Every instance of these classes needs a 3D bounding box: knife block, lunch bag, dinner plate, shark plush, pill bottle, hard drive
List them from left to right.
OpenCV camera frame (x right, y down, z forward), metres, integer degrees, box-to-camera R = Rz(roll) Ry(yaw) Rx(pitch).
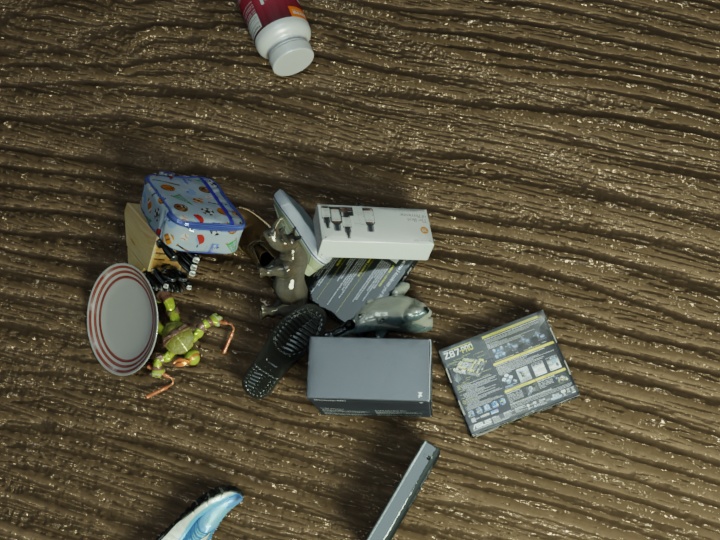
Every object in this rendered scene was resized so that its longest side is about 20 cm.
[{"bbox_3d":[-0.421,0.087,1.620,0.200,0.024,0.201,0,90,36],"label":"dinner plate"},{"bbox_3d":[-0.351,-0.051,1.622,0.064,0.175,0.201,6,68,-39],"label":"knife block"},{"bbox_3d":[-0.298,-0.107,1.622,0.160,0.076,0.200,1,33,-33],"label":"lunch bag"},{"bbox_3d":[-0.164,-0.485,1.758,0.113,0.113,0.200,-23,74,-2],"label":"pill bottle"},{"bbox_3d":[0.038,0.097,1.562,0.200,0.083,0.091,-22,44,-26],"label":"shark plush"},{"bbox_3d":[0.066,0.376,1.475,0.033,0.140,0.200,29,78,12],"label":"hard drive"}]

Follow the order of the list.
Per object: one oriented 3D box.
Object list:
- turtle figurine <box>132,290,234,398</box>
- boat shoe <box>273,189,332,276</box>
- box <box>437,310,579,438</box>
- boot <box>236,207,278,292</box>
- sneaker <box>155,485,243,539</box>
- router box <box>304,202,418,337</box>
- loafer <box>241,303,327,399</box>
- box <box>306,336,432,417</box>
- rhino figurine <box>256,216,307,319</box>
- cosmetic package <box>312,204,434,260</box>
[{"bbox_3d":[-0.340,0.120,1.623,0.200,0.064,0.161,-40,74,-5],"label":"turtle figurine"},{"bbox_3d":[-0.118,-0.072,1.635,0.062,0.072,0.200,-42,48,9],"label":"boat shoe"},{"bbox_3d":[0.253,0.179,1.563,0.199,0.049,0.162,-22,75,-1],"label":"box"},{"bbox_3d":[-0.181,-0.044,1.653,0.074,0.075,0.200,-36,73,-4],"label":"boot"},{"bbox_3d":[-0.270,0.446,1.532,0.200,0.078,0.090,-43,94,-4],"label":"sneaker"},{"bbox_3d":[0.000,0.000,1.635,0.149,0.051,0.200,34,80,11],"label":"router box"},{"bbox_3d":[-0.133,0.132,1.577,0.073,0.071,0.200,42,101,-3],"label":"loafer"},{"bbox_3d":[0.021,0.180,1.514,0.199,0.182,0.104,1,74,5],"label":"box"},{"bbox_3d":[-0.133,-0.002,1.555,0.087,0.201,0.060,-5,28,-12],"label":"rhino figurine"},{"bbox_3d":[0.022,-0.066,1.575,0.199,0.051,0.083,1,56,-15],"label":"cosmetic package"}]
